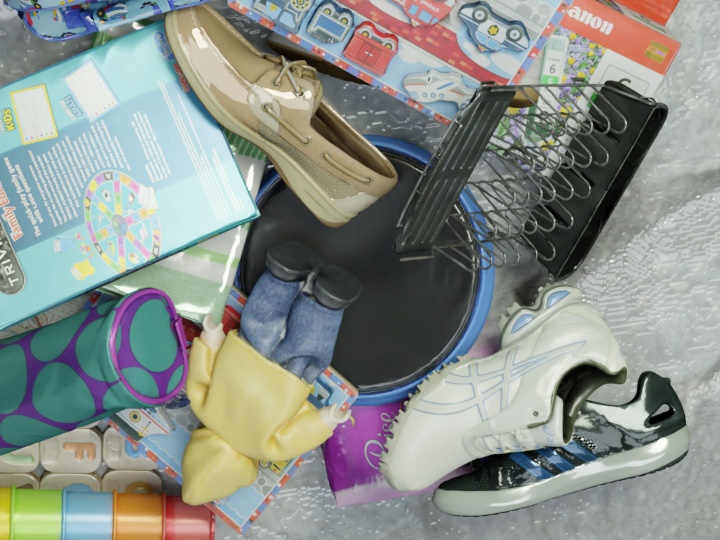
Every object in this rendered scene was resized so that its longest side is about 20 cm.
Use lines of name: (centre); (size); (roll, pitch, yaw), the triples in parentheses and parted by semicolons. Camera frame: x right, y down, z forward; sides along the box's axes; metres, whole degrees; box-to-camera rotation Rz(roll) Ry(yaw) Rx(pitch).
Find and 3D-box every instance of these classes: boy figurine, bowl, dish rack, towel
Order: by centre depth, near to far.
dish rack: (0.112, -0.062, 1.213); (0.199, 0.055, 0.154); (-7, 131, -51)
boy figurine: (-0.067, 0.085, 1.244); (0.124, 0.064, 0.201); (28, 110, 8)
towel: (-0.144, -0.077, 1.260); (0.152, 0.023, 0.201); (17, 83, -9)
bowl: (0.000, 0.000, 1.304); (0.199, 0.039, 0.202); (0, 90, 3)

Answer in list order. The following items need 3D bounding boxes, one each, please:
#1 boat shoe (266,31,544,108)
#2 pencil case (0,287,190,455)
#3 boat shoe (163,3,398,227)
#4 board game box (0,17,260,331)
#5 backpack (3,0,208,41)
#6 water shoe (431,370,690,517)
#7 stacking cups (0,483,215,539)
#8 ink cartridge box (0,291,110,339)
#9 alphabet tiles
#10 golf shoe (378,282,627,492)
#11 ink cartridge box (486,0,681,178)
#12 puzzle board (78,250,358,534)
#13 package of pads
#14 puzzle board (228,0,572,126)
boat shoe: (0.034, -0.165, 1.260); (0.198, 0.071, 0.070); (11, 89, 8)
pencil case: (-0.212, 0.077, 1.259); (0.199, 0.092, 0.086); (-18, 82, 34)
boat shoe: (-0.053, -0.119, 1.223); (0.064, 0.071, 0.200); (-32, 118, 26)
board game box: (-0.191, -0.066, 1.216); (0.199, 0.047, 0.152); (-24, 91, -11)
backpack: (-0.167, -0.226, 1.149); (0.181, 0.200, 0.135); (-17, 113, 1)
water shoe: (0.145, 0.128, 1.329); (0.199, 0.072, 0.080); (-15, 88, 2)
stacking cups: (-0.213, 0.191, 1.382); (0.198, 0.061, 0.061); (-1, 113, -9)
ink cartridge box: (-0.215, 0.000, 1.328); (0.159, 0.047, 0.201); (23, 115, -14)
alphabet tiles: (-0.252, 0.140, 1.393); (0.194, 0.015, 0.201); (2, 112, -7)
golf shoe: (0.103, 0.102, 1.274); (0.200, 0.097, 0.078); (-43, 142, 4)
ink cartridge box: (0.168, -0.163, 1.287); (0.108, 0.050, 0.201); (23, 110, -14)
puzzle board: (-0.121, 0.081, 1.299); (0.200, 0.017, 0.151); (40, 109, 2)
package of pads: (0.065, 0.106, 1.377); (0.198, 0.076, 0.121); (-8, 110, -2)
puzzle board: (0.031, -0.189, 1.171); (0.199, 0.017, 0.151); (27, 121, -9)
